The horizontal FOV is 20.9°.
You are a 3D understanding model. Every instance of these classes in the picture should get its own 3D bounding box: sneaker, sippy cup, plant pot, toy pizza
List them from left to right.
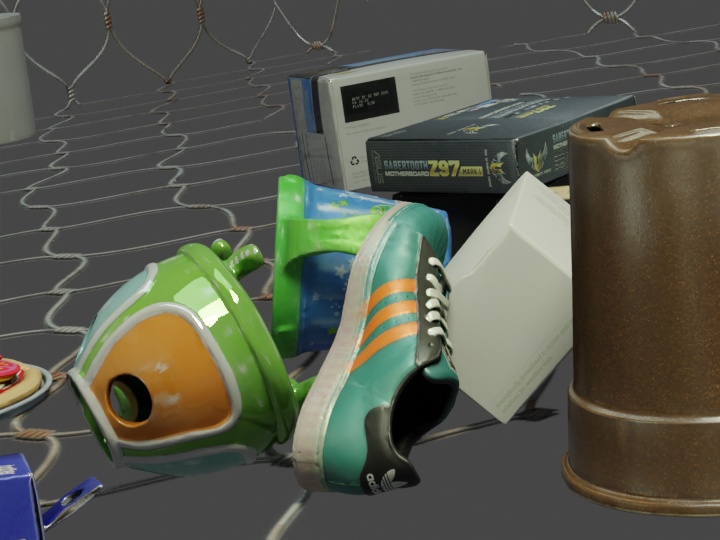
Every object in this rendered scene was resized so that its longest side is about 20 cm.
[{"bbox_3d":[-0.330,0.090,1.450,0.200,0.032,0.200,-8,12,2],"label":"toy pizza"},{"bbox_3d":[0.000,0.000,1.447,0.130,0.140,0.178,2,21,-2],"label":"sippy cup"},{"bbox_3d":[0.029,0.047,1.154,0.080,0.071,0.200,4,57,25],"label":"sneaker"},{"bbox_3d":[0.199,0.009,1.073,0.200,0.199,0.200,-7,11,1],"label":"plant pot"}]

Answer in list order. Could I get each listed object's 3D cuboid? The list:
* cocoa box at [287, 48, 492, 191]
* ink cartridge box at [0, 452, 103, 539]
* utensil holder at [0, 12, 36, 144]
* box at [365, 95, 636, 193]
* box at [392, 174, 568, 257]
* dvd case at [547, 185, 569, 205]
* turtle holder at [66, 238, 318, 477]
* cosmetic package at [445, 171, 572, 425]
[{"bbox_3d":[0.036,-0.175,2.230,0.200,0.134,0.131,-13,12,-23],"label":"cocoa box"},{"bbox_3d":[-0.228,0.140,0.971,0.200,0.076,0.136,-6,1,-13],"label":"ink cartridge box"},{"bbox_3d":[-0.616,-0.306,3.149,0.170,0.200,0.170,-8,12,2],"label":"utensil holder"},{"bbox_3d":[0.125,-0.111,1.688,0.158,0.051,0.200,4,17,39],"label":"box"},{"bbox_3d":[0.137,-0.055,1.722,0.141,0.079,0.200,2,15,29],"label":"box"},{"bbox_3d":[0.235,-0.023,1.415,0.200,0.016,0.149,-5,-32,16],"label":"dvd case"},{"bbox_3d":[-0.114,0.057,1.207,0.132,0.141,0.185,-29,26,-13],"label":"turtle holder"},{"bbox_3d":[0.102,0.013,1.291,0.108,0.085,0.200,-50,3,16],"label":"cosmetic package"}]
